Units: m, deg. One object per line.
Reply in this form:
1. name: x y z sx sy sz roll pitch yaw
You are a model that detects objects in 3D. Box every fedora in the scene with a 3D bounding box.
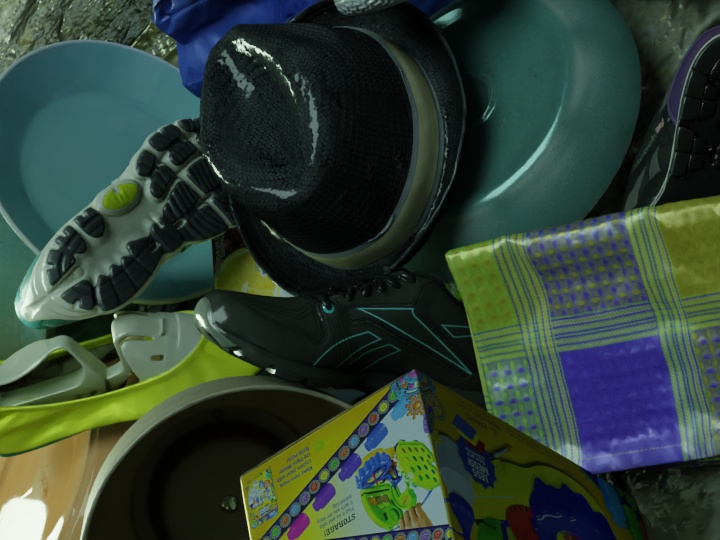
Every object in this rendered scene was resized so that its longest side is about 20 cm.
1. fedora: -0.033 -0.084 1.409 0.200 0.091 0.201 -16 65 38

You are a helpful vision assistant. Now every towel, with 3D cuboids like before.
1. towel: 0.147 0.039 1.281 0.199 0.023 0.144 -8 100 29

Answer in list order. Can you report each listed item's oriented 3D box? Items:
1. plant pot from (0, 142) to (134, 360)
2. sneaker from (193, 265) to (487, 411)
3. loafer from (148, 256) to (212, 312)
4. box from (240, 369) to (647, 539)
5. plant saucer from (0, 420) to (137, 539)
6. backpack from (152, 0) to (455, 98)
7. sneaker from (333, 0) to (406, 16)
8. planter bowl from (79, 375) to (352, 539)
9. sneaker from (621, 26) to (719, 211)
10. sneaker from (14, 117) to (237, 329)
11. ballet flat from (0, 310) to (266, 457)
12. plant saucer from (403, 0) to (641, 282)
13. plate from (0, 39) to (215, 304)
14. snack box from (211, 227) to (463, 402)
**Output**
1. plant pot: -0.228 -0.009 1.636 0.134 0.200 0.201 26 86 20
2. sneaker: 0.001 0.031 1.359 0.075 0.200 0.079 26 100 62
3. loafer: -0.125 0.077 1.563 0.072 0.063 0.201 -13 60 41
4. box: 0.059 0.188 1.226 0.122 0.200 0.193 -33 49 25
5. plant saucer: -0.198 0.144 1.542 0.200 0.032 0.201 -43 34 39
6. backpack: -0.025 -0.197 1.549 0.200 0.168 0.163 -22 61 29
7. sneaker: 0.056 -0.232 1.409 0.200 0.115 0.075 -26 10 -22
8. planter bowl: -0.067 0.148 1.396 0.200 0.200 0.135 -56 15 3
9. sneaker: 0.180 -0.038 1.340 0.088 0.076 0.200 -107 40 -78
10. sneaker: -0.139 -0.030 1.507 0.200 0.078 0.080 -37 3 -37
11. ballet flat: -0.151 0.059 1.464 0.199 0.067 0.067 -17 40 10
12. plant saucer: 0.070 -0.091 1.425 0.200 0.036 0.201 -19 55 30
13. plate: -0.158 -0.062 1.587 0.026 0.200 0.201 -46 39 49
14. snack box: 0.000 0.000 1.494 0.200 0.053 0.143 -26 53 29
